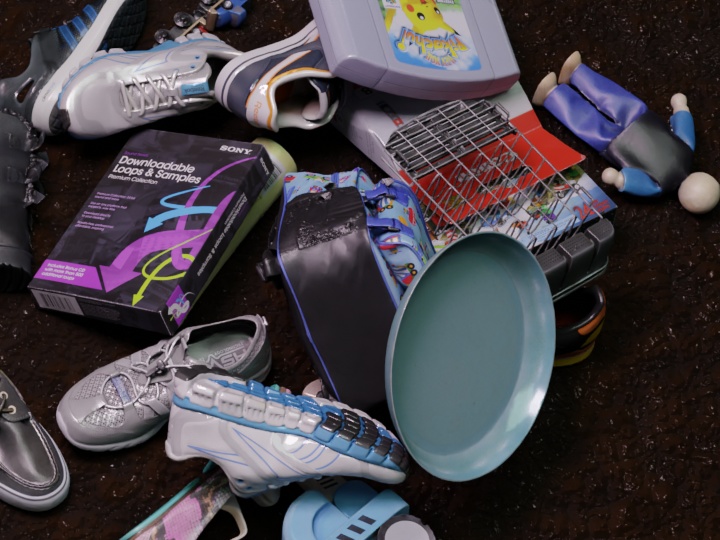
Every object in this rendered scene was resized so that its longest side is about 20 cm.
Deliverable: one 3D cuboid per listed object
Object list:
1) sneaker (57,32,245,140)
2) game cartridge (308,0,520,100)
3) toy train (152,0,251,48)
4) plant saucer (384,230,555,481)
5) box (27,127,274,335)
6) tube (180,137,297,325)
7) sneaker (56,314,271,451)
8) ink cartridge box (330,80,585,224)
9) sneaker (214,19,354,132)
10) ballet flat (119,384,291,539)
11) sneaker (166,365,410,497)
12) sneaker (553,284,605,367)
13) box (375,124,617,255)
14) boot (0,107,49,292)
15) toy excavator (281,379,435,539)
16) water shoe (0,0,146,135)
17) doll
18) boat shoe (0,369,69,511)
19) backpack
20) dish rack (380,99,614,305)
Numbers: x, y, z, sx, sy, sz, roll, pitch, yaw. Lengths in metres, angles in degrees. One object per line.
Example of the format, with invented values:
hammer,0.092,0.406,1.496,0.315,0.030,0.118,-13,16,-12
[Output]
sneaker,-0.179,-0.169,1.752,0.199,0.075,0.086,-26,25,-33
game cartridge,0.051,-0.218,1.766,0.199,0.040,0.134,1,63,-33
toy train,-0.165,-0.217,1.842,0.046,0.034,0.200,38,60,9
plant saucer,0.084,0.067,1.552,0.027,0.201,0.200,12,46,43
box,-0.180,-0.039,1.693,0.142,0.036,0.201,9,51,28
tube,-0.134,-0.036,1.731,0.200,0.058,0.052,-51,122,-28
sneaker,-0.164,0.082,1.627,0.199,0.082,0.075,-25,66,-24
ink cartridge box,0.085,-0.137,1.795,0.162,0.050,0.200,-25,42,-23
sneaker,-0.031,-0.181,1.767,0.199,0.079,0.079,-32,54,-27
ballet flat,-0.111,0.183,1.592,0.071,0.069,0.200,46,64,-3
sneaker,-0.061,0.143,1.541,0.199,0.087,0.075,17,13,-4
sneaker,0.121,0.050,1.698,0.199,0.090,0.070,-11,61,-17
box,0.115,-0.053,1.778,0.199,0.038,0.137,-25,56,-24
boot,-0.367,-0.069,1.688,0.197,0.073,0.163,6,60,-16
toy excavator,-0.020,0.197,1.585,0.200,0.100,0.194,38,58,23
water shoe,-0.267,-0.212,1.798,0.078,0.072,0.201,19,52,13
doll,0.265,-0.128,1.862,0.200,0.049,0.136,42,61,16
boat shoe,-0.311,0.113,1.594,0.068,0.057,0.200,-34,70,-27
backpack,0.000,0.000,1.633,0.134,0.183,0.200,-19,26,8
dish rack,0.114,-0.059,1.684,0.153,0.055,0.200,-26,65,-38
